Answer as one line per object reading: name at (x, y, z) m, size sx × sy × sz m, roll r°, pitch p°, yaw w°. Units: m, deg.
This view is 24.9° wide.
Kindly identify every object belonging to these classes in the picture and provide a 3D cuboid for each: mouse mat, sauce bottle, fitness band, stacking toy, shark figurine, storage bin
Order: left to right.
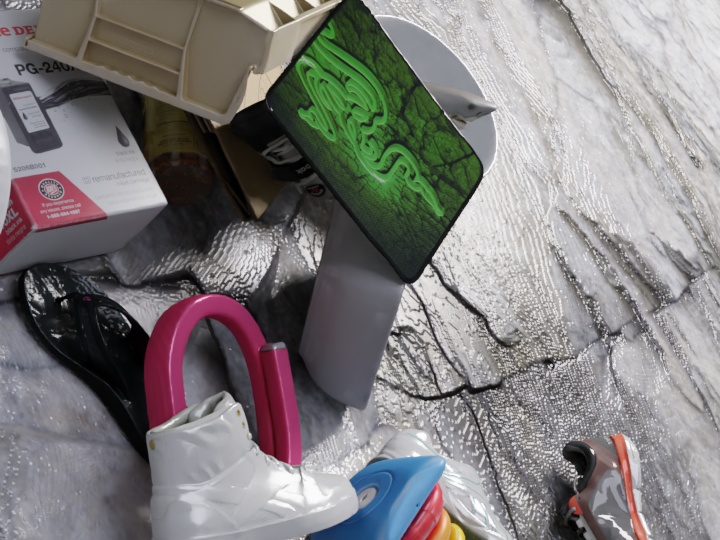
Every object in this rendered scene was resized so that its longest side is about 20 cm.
sauce bottle at (-0.165, -0.155, 1.468) m, size 0.066 × 0.066 × 0.200 m, roll 20°, pitch 48°, yaw -33°
storage bin at (-0.130, -0.211, 1.330) m, size 0.198 × 0.094 × 0.200 m, roll 23°, pitch 25°, yaw 14°
fitness band at (-0.108, 0.117, 1.304) m, size 0.144 × 0.037 × 0.200 m, roll -4°, pitch 83°, yaw -53°
shark figurine at (0.001, -0.152, 1.402) m, size 0.214 × 0.128 × 0.090 m, roll -14°, pitch 107°, yaw -44°
mouse mat at (0.017, -0.107, 1.320) m, size 0.200 × 0.008 × 0.161 m, roll 50°, pitch 49°, yaw -19°
stacking toy at (0.062, 0.257, 1.363) m, size 0.200 × 0.110 × 0.116 m, roll 50°, pitch 54°, yaw -19°

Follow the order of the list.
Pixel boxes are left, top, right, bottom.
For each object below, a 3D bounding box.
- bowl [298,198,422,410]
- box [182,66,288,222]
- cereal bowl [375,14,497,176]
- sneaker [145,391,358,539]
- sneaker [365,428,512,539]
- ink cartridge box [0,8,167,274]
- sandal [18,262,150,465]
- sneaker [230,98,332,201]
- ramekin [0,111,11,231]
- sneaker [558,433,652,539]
bowl at (0.000, 0.000, 1.426) m, size 0.075 × 0.200 × 0.200 m, roll 13°, pitch 51°, yaw -2°
box at (-0.105, -0.149, 1.484) m, size 0.164 × 0.021 × 0.200 m, roll 62°, pitch 23°, yaw -13°
cereal bowl at (0.039, -0.153, 1.644) m, size 0.200 × 0.083 × 0.200 m, roll 25°, pitch 46°, yaw -29°
sneaker at (-0.079, 0.147, 1.248) m, size 0.200 × 0.074 × 0.116 m, roll -5°, pitch 88°, yaw -49°
sneaker at (0.095, 0.216, 1.436) m, size 0.200 × 0.070 × 0.080 m, roll 47°, pitch 37°, yaw -5°
ink cartridge box at (-0.270, -0.109, 1.315) m, size 0.145 × 0.083 × 0.200 m, roll -15°, pitch 72°, yaw -49°
sandal at (-0.188, 0.067, 1.291) m, size 0.200 × 0.048 × 0.075 m, roll 50°, pitch 40°, yaw -4°
sneaker at (-0.047, -0.109, 1.453) m, size 0.200 × 0.074 × 0.089 m, roll 2°, pitch 68°, yaw -66°
ramekin at (-0.335, -0.066, 1.142) m, size 0.098 × 0.200 × 0.201 m, roll 6°, pitch 57°, yaw -51°
sneaker at (0.227, 0.250, 1.555) m, size 0.082 × 0.077 × 0.200 m, roll 4°, pitch 54°, yaw -10°
